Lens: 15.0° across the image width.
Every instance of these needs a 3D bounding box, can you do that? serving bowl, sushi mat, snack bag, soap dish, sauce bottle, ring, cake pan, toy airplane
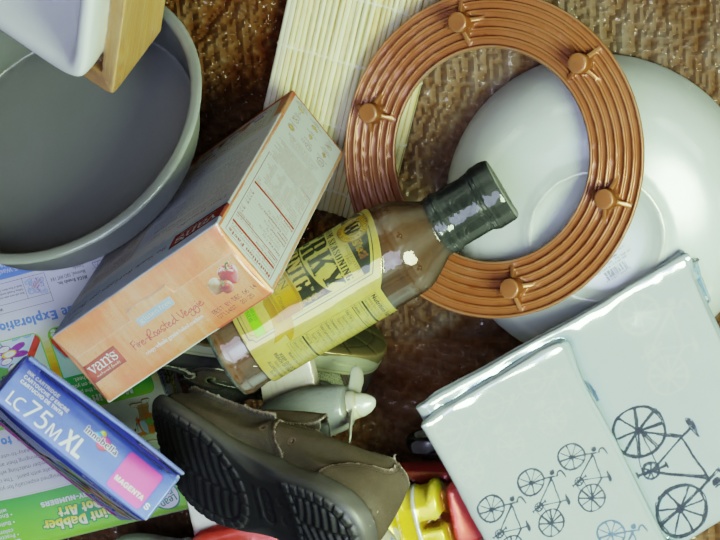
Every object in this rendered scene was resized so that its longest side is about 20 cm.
[{"bbox_3d":[0.148,-0.030,1.703,0.199,0.066,0.201,2,109,7],"label":"serving bowl"},{"bbox_3d":[-0.007,-0.131,1.719,0.095,0.012,0.201,15,109,4],"label":"sushi mat"},{"bbox_3d":[0.158,0.111,1.696,0.199,0.021,0.189,-30,114,-3],"label":"snack bag"},{"bbox_3d":[-0.177,-0.230,1.630,0.157,0.081,0.201,34,131,28],"label":"soap dish"},{"bbox_3d":[0.000,0.000,1.651,0.199,0.065,0.065,-31,101,5],"label":"sauce bottle"},{"bbox_3d":[0.077,-0.070,1.672,0.199,0.019,0.202,2,94,25],"label":"ring"},{"bbox_3d":[-0.184,-0.084,1.684,0.199,0.201,0.037,-17,146,13],"label":"cake pan"},{"bbox_3d":[-0.018,0.166,1.712,0.200,0.141,0.200,33,94,-12],"label":"toy airplane"}]

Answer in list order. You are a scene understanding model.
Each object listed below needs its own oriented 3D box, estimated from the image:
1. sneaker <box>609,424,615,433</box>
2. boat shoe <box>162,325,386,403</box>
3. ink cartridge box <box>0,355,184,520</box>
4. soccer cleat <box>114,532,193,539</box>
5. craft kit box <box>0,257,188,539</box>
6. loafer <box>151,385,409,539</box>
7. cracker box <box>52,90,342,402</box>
[{"bbox_3d":[0.145,0.150,1.753,0.082,0.075,0.201,-4,121,-12],"label":"sneaker"},{"bbox_3d":[-0.084,0.057,1.743,0.200,0.072,0.066,6,116,-16],"label":"boat shoe"},{"bbox_3d":[-0.173,0.105,1.680,0.119,0.200,0.042,39,77,-5],"label":"ink cartridge box"},{"bbox_3d":[-0.067,0.196,1.810,0.199,0.070,0.087,20,96,-3],"label":"soccer cleat"},{"bbox_3d":[-0.220,0.082,1.801,0.199,0.049,0.199,-14,103,12],"label":"craft kit box"},{"bbox_3d":[-0.047,0.118,1.640,0.200,0.071,0.073,25,134,40],"label":"loafer"},{"bbox_3d":[-0.095,-0.017,1.657,0.134,0.200,0.058,-33,104,25],"label":"cracker box"}]
